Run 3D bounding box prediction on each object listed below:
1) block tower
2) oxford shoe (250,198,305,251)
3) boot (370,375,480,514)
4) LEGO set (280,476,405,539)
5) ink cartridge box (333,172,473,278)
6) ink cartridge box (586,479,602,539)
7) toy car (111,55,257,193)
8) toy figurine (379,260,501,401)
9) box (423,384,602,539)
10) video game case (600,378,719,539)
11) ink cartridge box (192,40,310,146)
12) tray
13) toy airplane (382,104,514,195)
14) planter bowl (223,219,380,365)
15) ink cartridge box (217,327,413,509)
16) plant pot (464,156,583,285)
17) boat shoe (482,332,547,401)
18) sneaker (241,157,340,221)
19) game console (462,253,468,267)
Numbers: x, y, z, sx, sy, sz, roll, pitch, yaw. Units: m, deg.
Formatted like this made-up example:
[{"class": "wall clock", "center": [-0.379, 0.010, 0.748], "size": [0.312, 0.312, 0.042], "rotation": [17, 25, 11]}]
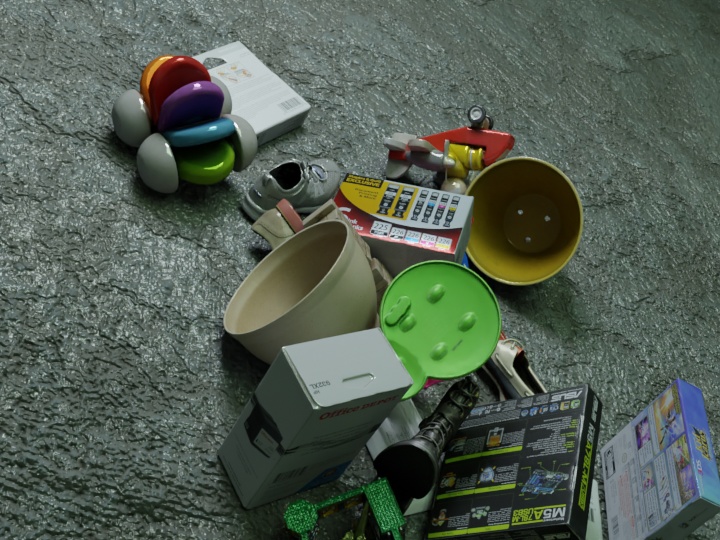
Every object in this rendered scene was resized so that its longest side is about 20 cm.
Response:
[{"class": "block tower", "center": [0.000, 0.000, 1.391], "size": [0.201, 0.054, 0.058], "rotation": [51, 11, -21]}, {"class": "oxford shoe", "center": [-0.080, 0.002, 1.408], "size": [0.074, 0.071, 0.201], "rotation": [-32, 79, -4]}, {"class": "boot", "center": [0.085, 0.189, 1.183], "size": [0.069, 0.201, 0.174], "rotation": [37, 61, 8]}, {"class": "LEGO set", "center": [0.001, 0.333, 1.103], "size": [0.152, 0.116, 0.201], "rotation": [-26, 59, -15]}, {"class": "ink cartridge box", "center": [0.059, -0.070, 1.479], "size": [0.197, 0.085, 0.177], "rotation": [12, 44, 11]}, {"class": "ink cartridge box", "center": [0.221, 0.337, 1.247], "size": [0.145, 0.083, 0.201], "rotation": [25, 39, -12]}, {"class": "toy car", "center": [-0.242, -0.218, 1.412], "size": [0.173, 0.151, 0.201], "rotation": [-19, 61, -28]}, {"class": "toy figurine", "center": [0.074, 0.110, 1.279], "size": [0.150, 0.185, 0.200], "rotation": [40, 70, 13]}, {"class": "box", "center": [0.184, 0.240, 1.209], "size": [0.048, 0.198, 0.195], "rotation": [46, 42, -31]}, {"class": "video game case", "center": [0.401, 0.277, 1.359], "size": [0.045, 0.182, 0.201], "rotation": [24, 40, -12]}, {"class": "ink cartridge box", "center": [-0.200, -0.276, 1.610], "size": [0.173, 0.044, 0.200], "rotation": [42, 40, 10]}, {"class": "tray", "center": [0.053, 0.215, 1.302], "size": [0.106, 0.022, 0.201], "rotation": [-3, 52, -37]}, {"class": "toy airplane", "center": [0.133, -0.176, 1.664], "size": [0.197, 0.199, 0.143], "rotation": [-5, 80, -27]}, {"class": "planter bowl", "center": [-0.057, 0.054, 1.277], "size": [0.135, 0.199, 0.201], "rotation": [51, 32, -23]}, {"class": "ink cartridge box", "center": [-0.053, 0.165, 1.132], "size": [0.144, 0.201, 0.084], "rotation": [-9, 54, -41]}, {"class": "plant pot", "center": [0.272, -0.080, 1.655], "size": [0.200, 0.201, 0.142], "rotation": [43, 13, 12]}, {"class": "boat shoe", "center": [0.217, 0.138, 1.453], "size": [0.071, 0.063, 0.202], "rotation": [3, 53, -42]}, {"class": "sneaker", "center": [-0.088, -0.131, 1.509], "size": [0.075, 0.082, 0.199], "rotation": [43, 39, 12]}, {"class": "game console", "center": [0.084, -0.005, 1.556], "size": [0.171, 0.117, 0.202], "rotation": [48, 27, -37]}]
